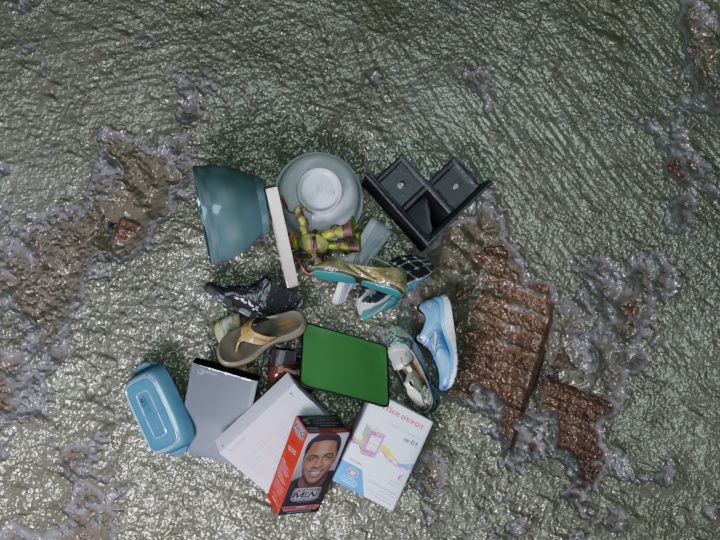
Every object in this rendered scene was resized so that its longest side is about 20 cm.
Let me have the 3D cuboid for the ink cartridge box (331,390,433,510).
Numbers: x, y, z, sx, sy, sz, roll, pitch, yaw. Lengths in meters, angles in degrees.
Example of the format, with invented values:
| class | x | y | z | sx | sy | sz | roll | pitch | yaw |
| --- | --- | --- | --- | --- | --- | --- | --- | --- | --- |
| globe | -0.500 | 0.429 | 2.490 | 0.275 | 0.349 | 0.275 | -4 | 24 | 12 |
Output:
| class | x | y | z | sx | sy | sz | roll | pitch | yaw |
| --- | --- | --- | --- | --- | --- | --- | --- | --- | --- |
| ink cartridge box | 0.043 | 0.367 | 1.658 | 0.143 | 0.085 | 0.202 | 26 | 82 | -2 |

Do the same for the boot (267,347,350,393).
| class | x | y | z | sx | sy | sz | roll | pitch | yaw |
| --- | --- | --- | --- | --- | --- | --- | --- | --- | --- |
| boot | -0.110 | 0.271 | 1.666 | 0.185 | 0.068 | 0.204 | 7 | 90 | -18 |

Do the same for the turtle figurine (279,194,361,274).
| class | x | y | z | sx | sy | sz | roll | pitch | yaw |
| --- | --- | --- | --- | --- | --- | --- | --- | --- | --- |
| turtle figurine | -0.085 | -0.070 | 1.639 | 0.158 | 0.065 | 0.202 | -7 | 124 | 15 |

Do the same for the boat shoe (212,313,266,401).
| class | x | y | z | sx | sy | sz | roll | pitch | yaw |
| --- | --- | --- | --- | --- | --- | --- | --- | --- | --- |
| boat shoe | -0.243 | 0.189 | 1.656 | 0.062 | 0.073 | 0.203 | -24 | 88 | -5 |

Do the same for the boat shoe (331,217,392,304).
| class | x | y | z | sx | sy | sz | roll | pitch | yaw |
| --- | --- | --- | --- | --- | --- | --- | --- | --- | --- |
| boat shoe | 0.007 | -0.011 | 1.699 | 0.071 | 0.070 | 0.203 | 27 | 81 | 0 |

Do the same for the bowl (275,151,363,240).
| class | x | y | z | sx | sy | sz | roll | pitch | yaw |
| --- | --- | --- | --- | --- | --- | --- | --- | --- | --- |
| bowl | -0.088 | -0.161 | 1.696 | 0.197 | 0.090 | 0.205 | 0 | 85 | -4 |

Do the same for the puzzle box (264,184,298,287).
| class | x | y | z | sx | sy | sz | roll | pitch | yaw |
| --- | --- | --- | --- | --- | --- | --- | --- | --- | --- |
| puzzle box | -0.163 | -0.073 | 1.638 | 0.025 | 0.133 | 0.204 | -13 | 99 | -7 |

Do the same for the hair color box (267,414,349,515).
| class | x | y | z | sx | sy | sz | roll | pitch | yaw |
| --- | --- | --- | --- | --- | --- | --- | --- | --- | --- |
| hair color box | -0.106 | 0.387 | 1.595 | 0.100 | 0.061 | 0.203 | 5 | 115 | -34 |

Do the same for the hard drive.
| class | x | y | z | sx | sy | sz | roll | pitch | yaw |
| --- | --- | --- | --- | --- | --- | --- | --- | --- | --- |
| hard drive | -0.288 | 0.286 | 1.618 | 0.137 | 0.033 | 0.203 | 15 | 108 | 3 |

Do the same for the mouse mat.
| class | x | y | z | sx | sy | sz | roll | pitch | yaw |
| --- | --- | --- | --- | --- | --- | --- | --- | --- | --- |
| mouse mat | -0.031 | 0.192 | 1.640 | 0.197 | 0.008 | 0.163 | 17 | 44 | -16 |

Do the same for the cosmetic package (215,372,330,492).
| class | x | y | z | sx | sy | sz | roll | pitch | yaw |
| --- | --- | --- | --- | --- | --- | --- | --- | --- | --- |
| cosmetic package | -0.168 | 0.326 | 1.606 | 0.200 | 0.052 | 0.151 | -42 | 124 | -2 |

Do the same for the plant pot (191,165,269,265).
| class | x | y | z | sx | sy | sz | roll | pitch | yaw |
| --- | --- | --- | --- | --- | --- | --- | --- | --- | --- |
| plant pot | -0.259 | -0.123 | 1.629 | 0.132 | 0.200 | 0.204 | -12 | 85 | -12 |

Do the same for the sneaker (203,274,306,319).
| class | x | y | z | sx | sy | sz | roll | pitch | yaw |
| --- | --- | --- | --- | --- | --- | --- | --- | --- | --- |
| sneaker | -0.220 | 0.048 | 1.681 | 0.198 | 0.060 | 0.105 | 31 | 85 | -7 |

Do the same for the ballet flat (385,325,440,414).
| class | x | y | z | sx | sy | sz | roll | pitch | yaw |
| --- | --- | --- | --- | --- | --- | --- | --- | --- | --- |
| ballet flat | 0.105 | 0.211 | 1.680 | 0.074 | 0.074 | 0.202 | -30 | 87 | -7 |

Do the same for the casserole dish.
| class | x | y | z | sx | sy | sz | roll | pitch | yaw |
| --- | --- | --- | --- | --- | --- | --- | --- | --- | --- |
| casserole dish | -0.412 | 0.285 | 1.620 | 0.120 | 0.039 | 0.203 | -27 | 86 | 29 |

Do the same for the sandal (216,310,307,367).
| class | x | y | z | sx | sy | sz | roll | pitch | yaw |
| --- | --- | --- | --- | --- | --- | --- | --- | --- | --- |
| sandal | -0.200 | 0.125 | 1.616 | 0.197 | 0.054 | 0.081 | -23 | 59 | -15 |

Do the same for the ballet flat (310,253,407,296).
| class | x | y | z | sx | sy | sz | roll | pitch | yaw |
| --- | --- | --- | --- | --- | --- | --- | --- | --- | --- |
| ballet flat | 0.000 | 0.000 | 1.629 | 0.196 | 0.071 | 0.072 | 13 | 83 | 3 |

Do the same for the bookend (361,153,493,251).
| class | x | y | z | sx | sy | sz | roll | pitch | yaw |
| --- | --- | --- | --- | --- | --- | --- | --- | --- | --- |
| bookend | 0.141 | -0.184 | 1.716 | 0.200 | 0.092 | 0.199 | -42 | 89 | -8 |

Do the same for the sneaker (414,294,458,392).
| class | x | y | z | sx | sy | sz | roll | pitch | yaw |
| --- | --- | --- | --- | --- | --- | --- | --- | --- | --- |
| sneaker | 0.161 | 0.158 | 1.703 | 0.088 | 0.078 | 0.204 | -8 | 76 | 5 |

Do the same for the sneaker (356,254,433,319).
| class | x | y | z | sx | sy | sz | roll | pitch | yaw |
| --- | --- | --- | --- | --- | --- | --- | --- | --- | --- |
| sneaker | 0.070 | 0.033 | 1.703 | 0.198 | 0.080 | 0.078 | -30 | 56 | -23 |
